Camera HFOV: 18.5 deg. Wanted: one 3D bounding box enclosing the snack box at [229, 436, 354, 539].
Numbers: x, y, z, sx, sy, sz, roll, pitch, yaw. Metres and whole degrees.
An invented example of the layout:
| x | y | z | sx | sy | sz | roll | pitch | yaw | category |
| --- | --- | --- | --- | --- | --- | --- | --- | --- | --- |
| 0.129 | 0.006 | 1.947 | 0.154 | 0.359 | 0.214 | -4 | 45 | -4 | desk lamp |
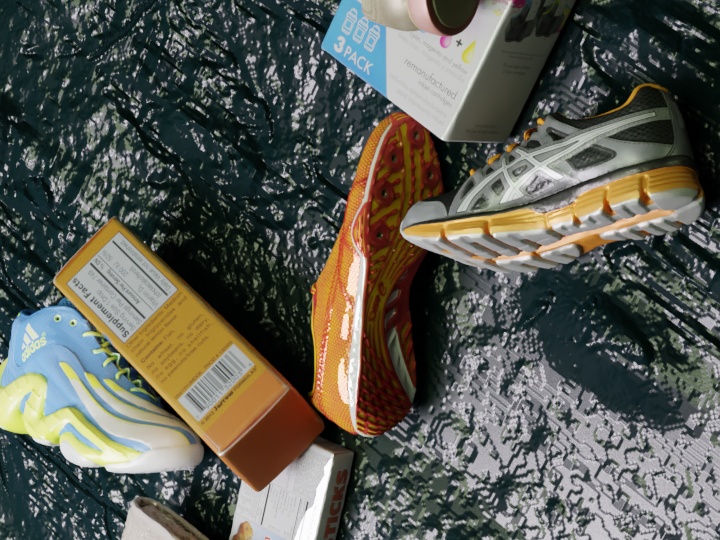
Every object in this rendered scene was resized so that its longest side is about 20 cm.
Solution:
| x | y | z | sx | sy | sz | roll | pitch | yaw | category |
| --- | --- | --- | --- | --- | --- | --- | --- | --- | --- |
| -0.057 | 0.201 | 1.444 | 0.072 | 0.024 | 0.201 | 21 | 104 | 36 | snack box |

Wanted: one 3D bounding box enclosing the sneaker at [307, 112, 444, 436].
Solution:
| x | y | z | sx | sy | sz | roll | pitch | yaw | category |
| --- | --- | --- | --- | --- | --- | --- | --- | --- | --- |
| 0.000 | 0.000 | 1.366 | 0.077 | 0.073 | 0.201 | 19 | 101 | 47 | sneaker |

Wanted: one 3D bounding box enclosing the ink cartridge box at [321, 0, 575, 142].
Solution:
| x | y | z | sx | sy | sz | roll | pitch | yaw | category |
| --- | --- | --- | --- | --- | --- | --- | --- | --- | --- |
| 0.071 | -0.190 | 1.303 | 0.115 | 0.068 | 0.201 | 38 | 113 | 31 | ink cartridge box |

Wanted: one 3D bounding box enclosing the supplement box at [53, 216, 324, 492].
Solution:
| x | y | z | sx | sy | sz | roll | pitch | yaw | category |
| --- | --- | --- | --- | --- | --- | --- | --- | --- | --- |
| -0.113 | 0.052 | 1.436 | 0.069 | 0.067 | 0.200 | -43 | 55 | -4 | supplement box |

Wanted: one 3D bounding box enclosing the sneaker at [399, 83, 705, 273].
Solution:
| x | y | z | sx | sy | sz | roll | pitch | yaw | category |
| --- | --- | --- | --- | --- | --- | --- | --- | --- | --- |
| 0.110 | -0.050 | 1.281 | 0.199 | 0.078 | 0.078 | -13 | 70 | 35 | sneaker |

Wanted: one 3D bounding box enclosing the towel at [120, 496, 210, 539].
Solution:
| x | y | z | sx | sy | sz | roll | pitch | yaw | category |
| --- | --- | --- | --- | --- | --- | --- | --- | --- | --- |
| -0.102 | 0.252 | 1.445 | 0.200 | 0.034 | 0.133 | 32 | 111 | 36 | towel |

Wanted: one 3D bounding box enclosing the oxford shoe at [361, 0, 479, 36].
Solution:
| x | y | z | sx | sy | sz | roll | pitch | yaw | category |
| --- | --- | --- | --- | --- | --- | --- | --- | --- | --- |
| 0.027 | -0.234 | 1.250 | 0.073 | 0.071 | 0.202 | 7 | 93 | 40 | oxford shoe |

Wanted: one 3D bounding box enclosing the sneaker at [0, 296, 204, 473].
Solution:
| x | y | z | sx | sy | sz | roll | pitch | yaw | category |
| --- | --- | --- | --- | --- | --- | --- | --- | --- | --- |
| -0.183 | 0.073 | 1.509 | 0.199 | 0.076 | 0.106 | 12 | 98 | 38 | sneaker |
